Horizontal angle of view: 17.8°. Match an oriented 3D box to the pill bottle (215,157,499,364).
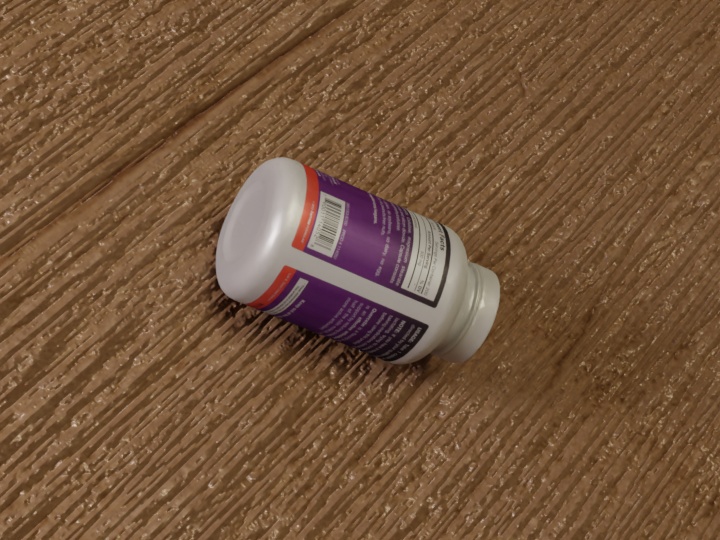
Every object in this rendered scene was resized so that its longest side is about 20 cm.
[{"bbox_3d":[0.000,0.000,1.708,0.200,0.112,0.113,23,46,-23],"label":"pill bottle"}]
